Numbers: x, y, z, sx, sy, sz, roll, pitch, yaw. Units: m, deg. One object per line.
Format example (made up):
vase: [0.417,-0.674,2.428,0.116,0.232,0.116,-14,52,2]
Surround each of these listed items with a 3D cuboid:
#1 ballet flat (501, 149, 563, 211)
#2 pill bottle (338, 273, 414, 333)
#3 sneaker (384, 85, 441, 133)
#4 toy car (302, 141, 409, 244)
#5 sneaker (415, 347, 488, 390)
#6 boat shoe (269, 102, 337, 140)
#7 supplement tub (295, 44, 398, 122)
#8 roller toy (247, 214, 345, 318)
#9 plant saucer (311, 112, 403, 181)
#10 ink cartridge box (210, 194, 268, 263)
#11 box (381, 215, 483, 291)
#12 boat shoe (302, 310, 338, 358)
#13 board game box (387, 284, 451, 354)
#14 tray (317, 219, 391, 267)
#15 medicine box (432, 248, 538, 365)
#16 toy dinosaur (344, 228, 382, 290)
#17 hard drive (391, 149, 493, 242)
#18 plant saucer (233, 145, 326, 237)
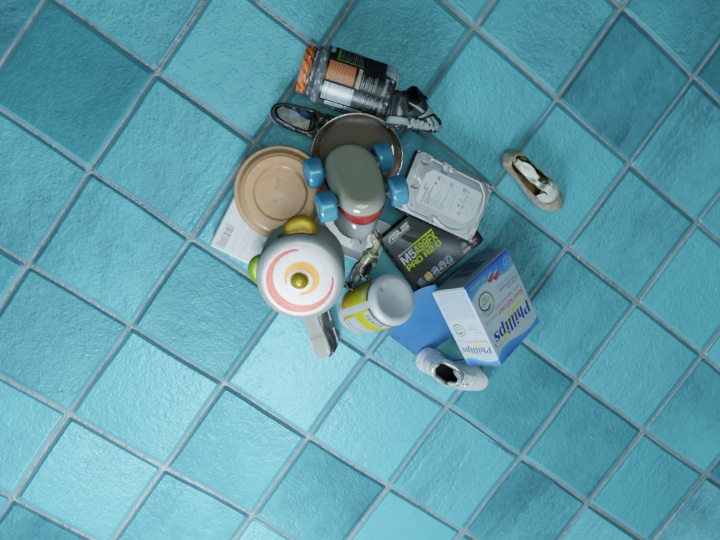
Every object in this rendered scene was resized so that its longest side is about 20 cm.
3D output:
ballet flat: [0.408,-0.204,1.268,0.200,0.067,0.068,37,94,-12]
pill bottle: [0.026,0.079,1.196,0.109,0.200,0.110,7,74,-26]
sneaker: [0.122,-0.340,1.153,0.066,0.200,0.091,14,106,32]
toy car: [-0.015,-0.144,1.161,0.183,0.200,0.178,-14,61,-12]
sneaker: [0.230,0.256,1.306,0.199,0.099,0.078,20,99,-19]
boat shoe: [-0.101,-0.316,1.186,0.199,0.057,0.069,13,98,-9]
supplement tub: [-0.029,-0.395,1.148,0.199,0.123,0.123,16,98,-10]
roller toy: [-0.120,-0.003,1.131,0.182,0.140,0.200,39,105,-15]
plant saucer: [-0.007,-0.253,1.187,0.199,0.032,0.201,1,130,2]
ink cartridge box: [-0.211,-0.106,1.216,0.176,0.045,0.201,28,96,-11]
box: [0.162,-0.071,1.258,0.200,0.044,0.160,-39,103,-8]
boat shoe: [-0.100,0.105,1.270,0.067,0.057,0.201,-9,99,31]
board game box: [0.145,0.111,1.287,0.158,0.039,0.200,-45,128,7]
tray: [-0.039,-0.093,1.253,0.199,0.022,0.108,22,97,-11]
medicine box: [0.290,0.084,1.246,0.182,0.103,0.201,-37,105,-34]
toy dinosaur: [0.000,0.000,1.186,0.047,0.088,0.200,29,133,-6]
hard drive: [0.184,-0.164,1.214,0.199,0.038,0.140,23,89,-14]
plant saucer: [-0.171,-0.166,1.171,0.199,0.032,0.201,-1,100,-7]
